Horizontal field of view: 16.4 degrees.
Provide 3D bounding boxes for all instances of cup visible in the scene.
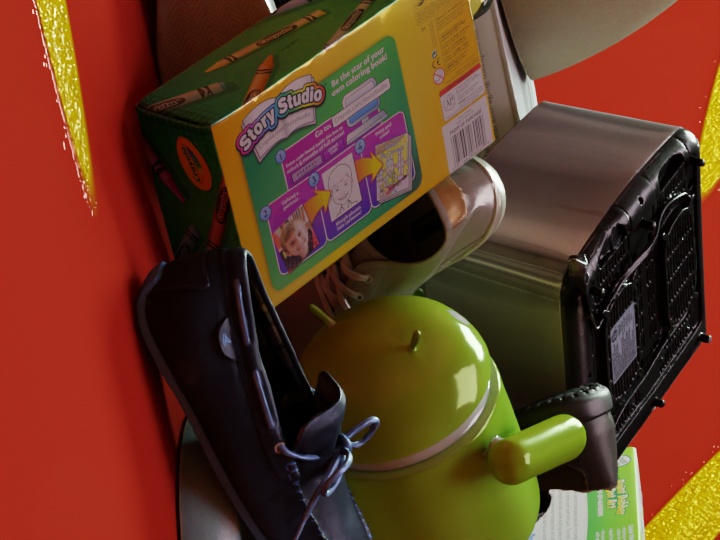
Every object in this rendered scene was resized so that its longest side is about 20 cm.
[{"bbox_3d":[0.159,-0.238,1.648,0.200,0.143,0.201,-12,90,-80],"label":"cup"}]

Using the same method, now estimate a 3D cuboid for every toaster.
[{"bbox_3d":[0.133,0.007,1.555,0.181,0.118,0.200,-50,144,-40],"label":"toaster"}]

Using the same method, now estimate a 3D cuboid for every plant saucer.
[{"bbox_3d":[-0.055,0.166,1.296,0.200,0.027,0.201,-9,90,-82],"label":"plant saucer"}]

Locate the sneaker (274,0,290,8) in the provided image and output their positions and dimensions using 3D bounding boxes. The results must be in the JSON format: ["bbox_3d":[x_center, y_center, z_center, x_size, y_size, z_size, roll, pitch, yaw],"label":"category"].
[{"bbox_3d":[-0.031,-0.136,1.489,0.200,0.113,0.076,-90,177,-46],"label":"sneaker"}]

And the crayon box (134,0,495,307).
[{"bbox_3d":[-0.019,-0.078,1.319,0.200,0.058,0.119,-37,129,-34],"label":"crayon box"}]

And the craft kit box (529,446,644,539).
[{"bbox_3d":[0.099,0.190,1.724,0.200,0.197,0.049,-76,155,-69],"label":"craft kit box"}]

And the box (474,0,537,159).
[{"bbox_3d":[0.019,-0.156,1.684,0.199,0.171,0.201,-74,152,-71],"label":"box"}]

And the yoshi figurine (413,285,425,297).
[{"bbox_3d":[-0.001,0.047,1.545,0.113,0.112,0.200,-74,151,-57],"label":"yoshi figurine"}]

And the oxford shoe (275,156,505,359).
[{"bbox_3d":[0.000,0.000,1.431,0.058,0.200,0.075,-11,66,-51],"label":"oxford shoe"}]

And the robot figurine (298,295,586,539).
[{"bbox_3d":[0.031,0.099,1.385,0.116,0.175,0.200,-51,136,-33],"label":"robot figurine"}]

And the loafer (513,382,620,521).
[{"bbox_3d":[0.075,0.128,1.495,0.073,0.200,0.072,-17,84,-46],"label":"loafer"}]

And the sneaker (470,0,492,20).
[{"bbox_3d":[-0.009,-0.208,1.445,0.090,0.200,0.078,-66,174,26],"label":"sneaker"}]

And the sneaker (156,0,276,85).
[{"bbox_3d":[-0.076,-0.158,1.383,0.116,0.073,0.201,-51,130,-75],"label":"sneaker"}]

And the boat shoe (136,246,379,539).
[{"bbox_3d":[-0.037,0.078,1.228,0.200,0.068,0.084,58,19,-29],"label":"boat shoe"}]
